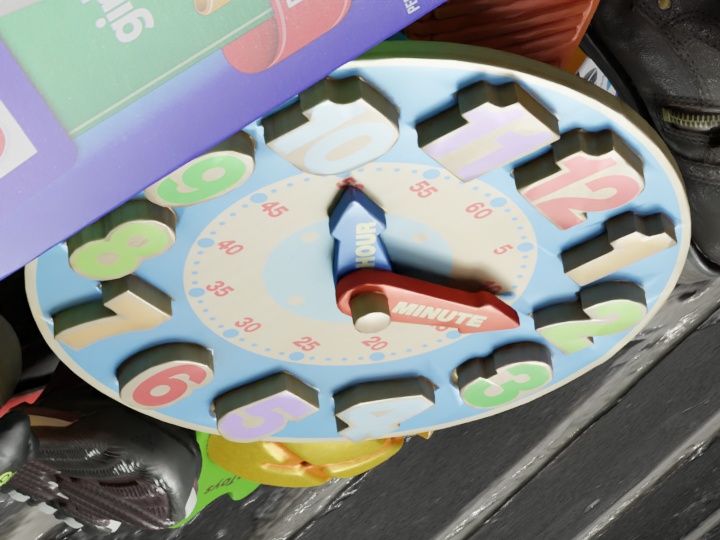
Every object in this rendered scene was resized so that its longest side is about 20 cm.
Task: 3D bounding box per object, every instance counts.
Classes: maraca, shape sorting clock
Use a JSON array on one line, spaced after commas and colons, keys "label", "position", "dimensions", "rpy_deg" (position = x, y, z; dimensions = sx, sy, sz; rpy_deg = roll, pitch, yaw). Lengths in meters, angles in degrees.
[{"label": "maraca", "position": [-0.025, 0.046, 1.106], "dimensions": [0.137, 0.107, 0.200], "rpy_deg": [-16, 152, -46]}, {"label": "shape sorting clock", "position": [0.000, 0.000, 0.761], "dimensions": [0.200, 0.039, 0.200], "rpy_deg": [-7, 143, -5]}]

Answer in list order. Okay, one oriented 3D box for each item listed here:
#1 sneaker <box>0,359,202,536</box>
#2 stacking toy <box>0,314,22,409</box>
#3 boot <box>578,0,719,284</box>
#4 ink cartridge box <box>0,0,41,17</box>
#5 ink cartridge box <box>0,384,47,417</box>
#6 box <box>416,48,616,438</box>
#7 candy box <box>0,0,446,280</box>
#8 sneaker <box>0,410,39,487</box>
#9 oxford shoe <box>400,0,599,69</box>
[{"label": "sneaker", "position": [-0.091, 0.037, 0.990], "dimensions": [0.116, 0.076, 0.200], "rpy_deg": [-65, -167, -14]}, {"label": "stacking toy", "position": [-0.187, 0.057, 0.907], "dimensions": [0.146, 0.146, 0.200], "rpy_deg": [-46, 176, 28]}, {"label": "boot", "position": [0.148, -0.077, 0.758], "dimensions": [0.174, 0.200, 0.069], "rpy_deg": [-3, -152, 41]}, {"label": "ink cartridge box", "position": [-0.132, -0.127, 0.412], "dimensions": [0.145, 0.200, 0.084], "rpy_deg": [-26, 158, -24]}, {"label": "ink cartridge box", "position": [-0.222, 0.135, 1.097], "dimensions": [0.176, 0.045, 0.200], "rpy_deg": [-13, 151, -43]}, {"label": "box", "position": [0.059, -0.039, 1.012], "dimensions": [0.200, 0.041, 0.119], "rpy_deg": [-55, 162, -48]}, {"label": "candy box", "position": [-0.089, -0.100, 0.628], "dimensions": [0.200, 0.077, 0.169], "rpy_deg": [-32, 131, -7]}, {"label": "sneaker", "position": [-0.140, 0.066, 0.765], "dimensions": [0.083, 0.200, 0.071], "rpy_deg": [9, 179, -9]}, {"label": "oxford shoe", "position": [0.031, -0.133, 0.737], "dimensions": [0.071, 0.073, 0.200], "rpy_deg": [-14, 123, -29]}]
